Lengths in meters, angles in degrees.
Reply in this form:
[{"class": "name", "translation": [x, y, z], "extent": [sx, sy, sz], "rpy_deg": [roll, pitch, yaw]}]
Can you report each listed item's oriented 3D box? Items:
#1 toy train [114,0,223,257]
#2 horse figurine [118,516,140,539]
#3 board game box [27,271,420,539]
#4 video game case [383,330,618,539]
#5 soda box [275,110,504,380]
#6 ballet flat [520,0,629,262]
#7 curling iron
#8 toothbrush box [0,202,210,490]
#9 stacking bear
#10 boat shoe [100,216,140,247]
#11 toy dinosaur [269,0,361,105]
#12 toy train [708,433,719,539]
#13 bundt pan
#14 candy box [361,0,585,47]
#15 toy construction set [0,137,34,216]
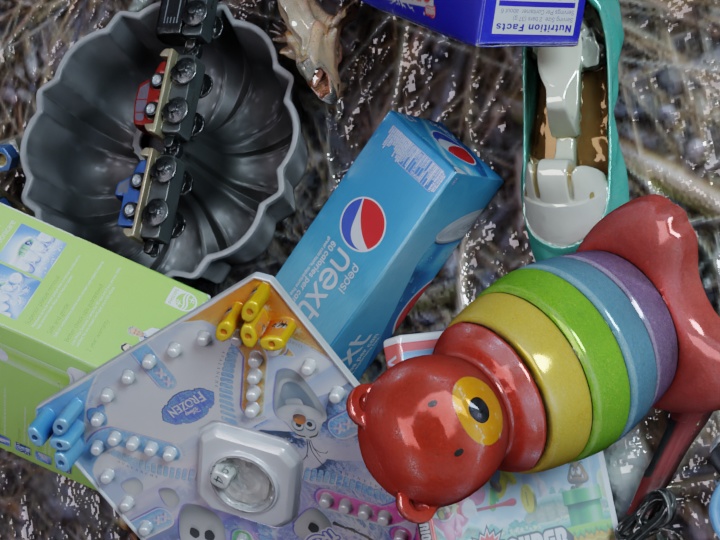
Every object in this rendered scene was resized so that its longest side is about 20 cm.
[{"class": "toy train", "translation": [-0.123, -0.106, 0.921], "extent": [0.046, 0.034, 0.201], "rpy_deg": [3, 74, 22]}, {"class": "horse figurine", "translation": [-0.114, 0.229, 0.949], "extent": [0.132, 0.050, 0.201], "rpy_deg": [-167, 63, -68]}, {"class": "board game box", "translation": [-0.067, 0.122, 0.826], "extent": [0.199, 0.026, 0.200], "rpy_deg": [-30, 106, 31]}, {"class": "video game case", "translation": [0.088, 0.131, 0.810], "extent": [0.017, 0.142, 0.201], "rpy_deg": [-22, 76, 50]}, {"class": "soda box", "translation": [0.000, 0.000, 0.915], "extent": [0.064, 0.068, 0.200], "rpy_deg": [45, 111, 25]}, {"class": "ballet flat", "translation": [0.118, -0.077, 0.841], "extent": [0.067, 0.070, 0.202], "rpy_deg": [-1, 88, 28]}, {"class": "curling iron", "translation": [0.195, 0.079, 0.808], "extent": [0.050, 0.025, 0.201], "rpy_deg": [40, 109, 59]}, {"class": "toothbrush box", "translation": [-0.208, 0.046, 0.918], "extent": [0.199, 0.086, 0.146], "rpy_deg": [22, 141, 3]}, {"class": "stacking bear", "translation": [0.085, 0.056, 0.749], "extent": [0.114, 0.199, 0.122], "rpy_deg": [-23, 91, 58]}, {"class": "boat shoe", "translation": [-0.165, 0.011, 1.026], "extent": [0.067, 0.057, 0.201], "rpy_deg": [-6, 85, 32]}, {"class": "toy dinosaur", "translation": [-0.021, -0.218, 0.923], "extent": [0.086, 0.136, 0.201], "rpy_deg": [17, 71, 46]}, {"class": "toy train", "translation": [0.266, 0.147, 0.733], "extent": [0.114, 0.087, 0.200], "rpy_deg": [-41, 65, 15]}, {"class": "bundt pan", "translation": [-0.123, -0.074, 0.970], "extent": [0.201, 0.076, 0.203], "rpy_deg": [-5, 72, 16]}, {"class": "candy box", "translation": [0.065, -0.238, 0.807], "extent": [0.169, 0.077, 0.201], "rpy_deg": [37, 125, 56]}, {"class": "toy construction set", "translation": [-0.323, -0.028, 1.109], "extent": [0.199, 0.092, 0.132], "rpy_deg": [-24, 100, 37]}]
